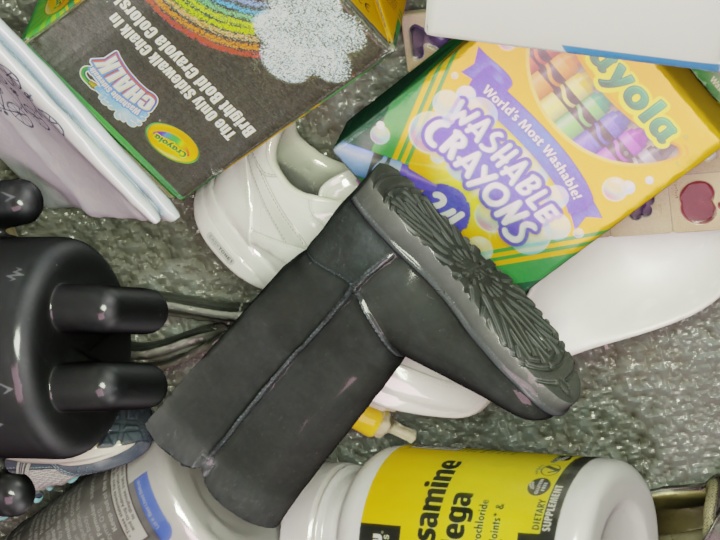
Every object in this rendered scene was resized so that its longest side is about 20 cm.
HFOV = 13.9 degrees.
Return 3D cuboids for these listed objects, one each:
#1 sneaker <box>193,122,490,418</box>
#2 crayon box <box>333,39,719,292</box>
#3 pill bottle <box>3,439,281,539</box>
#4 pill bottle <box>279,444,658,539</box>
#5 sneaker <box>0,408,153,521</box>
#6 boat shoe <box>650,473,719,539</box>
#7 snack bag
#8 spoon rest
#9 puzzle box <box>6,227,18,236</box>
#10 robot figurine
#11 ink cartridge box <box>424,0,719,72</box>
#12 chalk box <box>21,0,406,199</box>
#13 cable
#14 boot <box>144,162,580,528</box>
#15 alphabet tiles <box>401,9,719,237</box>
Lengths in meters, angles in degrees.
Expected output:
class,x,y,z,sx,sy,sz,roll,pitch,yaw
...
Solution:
class,x,y,z,sx,sy,sz,roll,pitch,yaw
sneaker,0.000,0.000,1.610,0.200,0.075,0.100,41,125,4
crayon box,0.101,-0.081,1.546,0.200,0.052,0.126,-38,101,20
pill bottle,-0.145,0.179,1.755,0.200,0.114,0.114,-36,112,27
pill bottle,0.060,0.157,1.689,0.200,0.112,0.113,1,125,29
sneaker,-0.206,0.104,1.720,0.200,0.078,0.086,-5,135,19
boat shoe,0.212,0.152,1.707,0.200,0.073,0.065,-13,125,17
snack bag,-0.195,-0.094,1.556,0.021,0.200,0.189,-48,111,-14
spoon rest,0.124,0.010,1.634,0.200,0.061,0.099,-36,109,28
puzzle box,-0.256,0.013,1.715,0.133,0.025,0.200,-9,122,15
robot figurine,-0.207,0.042,1.623,0.200,0.150,0.125,0,139,25
ink cartridge box,0.114,-0.188,1.423,0.144,0.200,0.084,8,126,4
chalk box,-0.087,-0.134,1.536,0.200,0.124,0.125,-32,114,27
cable,-0.053,0.038,1.685,0.200,0.050,0.097,10,122,0
boot,-0.001,0.069,1.557,0.165,0.066,0.200,49,114,14
alphabet tiles,0.106,-0.111,1.565,0.167,0.008,0.200,-3,110,11
